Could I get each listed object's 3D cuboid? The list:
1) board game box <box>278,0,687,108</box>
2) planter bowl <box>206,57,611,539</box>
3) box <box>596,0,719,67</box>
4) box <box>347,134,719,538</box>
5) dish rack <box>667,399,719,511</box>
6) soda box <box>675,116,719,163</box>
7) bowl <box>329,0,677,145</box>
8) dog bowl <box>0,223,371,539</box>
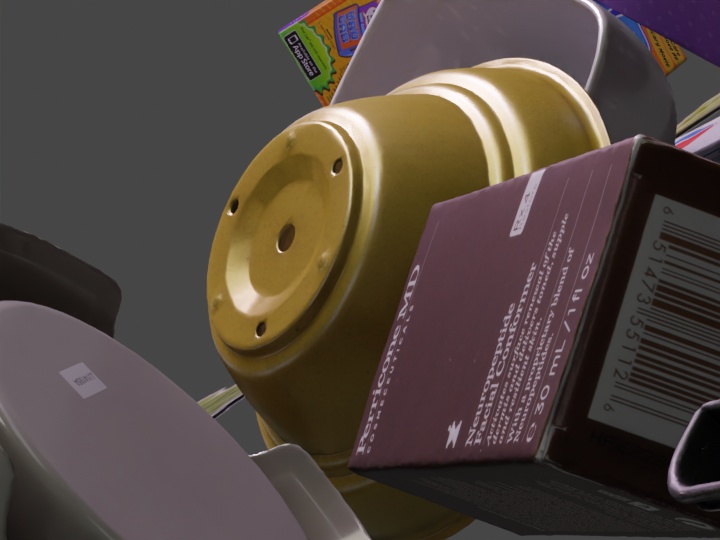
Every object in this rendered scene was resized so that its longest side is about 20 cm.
[{"bbox_3d":[0.100,-0.182,2.322,0.200,0.200,0.200,-28,6,39],"label":"board game box"},{"bbox_3d":[0.000,0.000,1.077,0.200,0.083,0.201,-33,46,43],"label":"planter bowl"},{"bbox_3d":[0.187,-0.111,1.104,0.137,0.200,0.039,-25,-45,-36],"label":"box"},{"bbox_3d":[0.067,0.025,0.882,0.200,0.075,0.100,158,131,-75],"label":"box"},{"bbox_3d":[0.170,-0.018,0.685,0.200,0.055,0.153,-57,16,-22],"label":"dish rack"},{"bbox_3d":[0.122,-0.011,1.221,0.200,0.064,0.068,-27,7,43],"label":"soda box"},{"bbox_3d":[0.046,-0.019,1.175,0.200,0.075,0.200,26,92,60],"label":"bowl"},{"bbox_3d":[-0.075,0.074,0.860,0.059,0.200,0.200,-46,1,13],"label":"dog bowl"}]
